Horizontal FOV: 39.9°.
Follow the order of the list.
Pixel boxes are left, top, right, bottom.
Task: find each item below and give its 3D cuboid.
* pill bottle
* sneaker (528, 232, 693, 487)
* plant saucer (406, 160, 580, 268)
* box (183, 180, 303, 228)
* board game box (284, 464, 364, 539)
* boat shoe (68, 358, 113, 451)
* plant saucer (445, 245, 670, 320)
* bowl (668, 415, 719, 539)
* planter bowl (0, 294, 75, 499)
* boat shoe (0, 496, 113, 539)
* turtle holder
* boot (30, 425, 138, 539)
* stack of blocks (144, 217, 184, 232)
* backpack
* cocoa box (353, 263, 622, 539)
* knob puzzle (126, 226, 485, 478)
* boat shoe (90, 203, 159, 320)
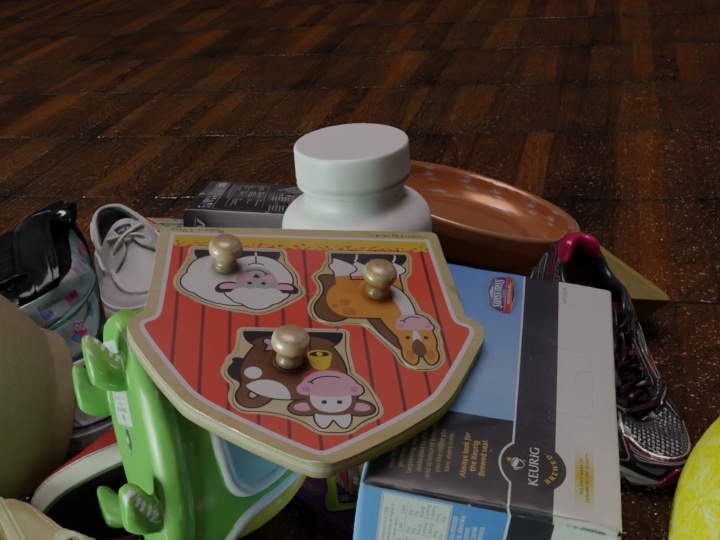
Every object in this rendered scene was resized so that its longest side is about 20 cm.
[{"bbox_3d":[0.000,0.000,0.732,0.110,0.201,0.111,-4,26,2],"label":"pill bottle"},{"bbox_3d":[0.176,0.063,0.716,0.080,0.075,0.201,-9,54,-25],"label":"sneaker"},{"bbox_3d":[0.093,-0.049,0.878,0.199,0.038,0.200,14,19,-5],"label":"plant saucer"},{"bbox_3d":[-0.070,-0.043,0.898,0.157,0.049,0.200,3,12,-4],"label":"box"},{"bbox_3d":[0.002,0.140,0.704,0.120,0.032,0.199,-29,34,-32],"label":"board game box"},{"bbox_3d":[-0.167,0.077,0.822,0.073,0.067,0.200,14,30,34],"label":"boat shoe"},{"bbox_3d":[0.141,0.003,0.899,0.199,0.049,0.200,4,21,-20],"label":"plant saucer"},{"bbox_3d":[0.214,0.164,0.490,0.108,0.200,0.200,-40,4,35],"label":"bowl"},{"bbox_3d":[-0.285,0.096,0.698,0.134,0.202,0.200,10,12,-37],"label":"planter bowl"},{"bbox_3d":[-0.166,0.193,0.586,0.065,0.073,0.200,-12,25,-37],"label":"boat shoe"},{"bbox_3d":[-0.086,0.104,0.583,0.131,0.141,0.186,-12,59,-23],"label":"turtle holder"},{"bbox_3d":[-0.151,0.103,0.721,0.199,0.073,0.144,-27,40,-15],"label":"boot"},{"bbox_3d":[-0.137,-0.001,0.947,0.115,0.059,0.199,-1,15,-42],"label":"stack of blocks"},{"bbox_3d":[-0.292,0.034,0.868,0.166,0.127,0.200,-32,27,-11],"label":"backpack"},{"bbox_3d":[0.073,0.108,0.585,0.130,0.134,0.200,9,36,6],"label":"cocoa box"},{"bbox_3d":[-0.027,0.028,0.537,0.218,0.031,0.220,5,35,-4],"label":"knob puzzle"},{"bbox_3d":[-0.192,-0.011,0.840,0.072,0.069,0.200,-18,23,-11],"label":"boat shoe"}]
